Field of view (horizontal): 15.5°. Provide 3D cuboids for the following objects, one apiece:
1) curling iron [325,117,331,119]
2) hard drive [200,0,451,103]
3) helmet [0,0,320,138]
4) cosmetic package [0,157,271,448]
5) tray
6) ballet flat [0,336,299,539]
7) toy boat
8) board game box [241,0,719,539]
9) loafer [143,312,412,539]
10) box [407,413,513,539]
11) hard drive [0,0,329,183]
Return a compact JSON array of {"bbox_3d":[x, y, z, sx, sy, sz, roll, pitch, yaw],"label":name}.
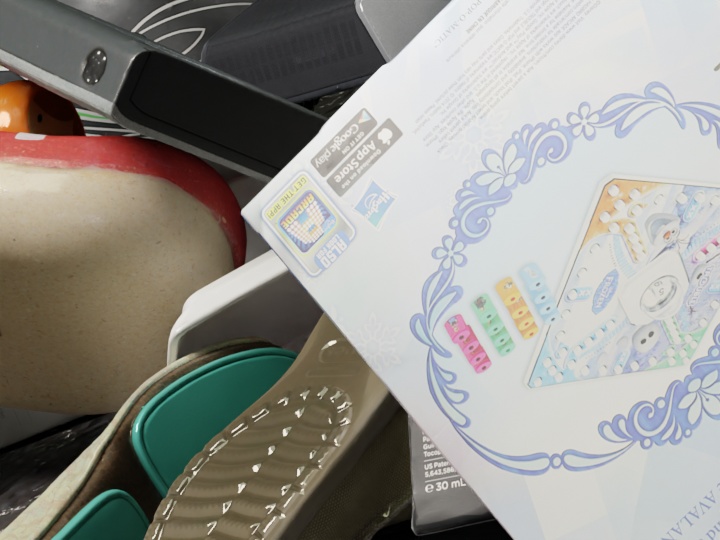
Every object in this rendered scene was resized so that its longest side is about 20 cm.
[{"bbox_3d":[0.063,-0.060,1.147,0.200,0.026,0.050,-7,14,-25],"label":"curling iron"},{"bbox_3d":[0.022,-0.132,1.205,0.135,0.042,0.200,-11,20,43],"label":"hard drive"},{"bbox_3d":[-0.122,-0.099,1.290,0.200,0.200,0.191,-16,11,15],"label":"helmet"},{"bbox_3d":[-0.106,0.002,1.172,0.200,0.081,0.113,-19,19,2],"label":"cosmetic package"},{"bbox_3d":[0.000,0.000,1.047,0.200,0.107,0.022,-30,65,-23],"label":"tray"},{"bbox_3d":[-0.091,0.085,0.952,0.062,0.068,0.200,-13,19,43],"label":"ballet flat"},{"bbox_3d":[-0.143,-0.025,1.068,0.200,0.131,0.131,7,48,9],"label":"toy boat"},{"bbox_3d":[0.097,-0.015,0.762,0.200,0.199,0.043,-44,-28,9],"label":"board game box"},{"bbox_3d":[0.000,0.065,0.913,0.076,0.068,0.200,1,45,51],"label":"loafer"},{"bbox_3d":[0.116,0.006,0.820,0.200,0.141,0.079,-12,-20,23],"label":"box"},{"bbox_3d":[-0.095,-0.080,1.078,0.139,0.033,0.200,20,5,-41],"label":"hard drive"}]
